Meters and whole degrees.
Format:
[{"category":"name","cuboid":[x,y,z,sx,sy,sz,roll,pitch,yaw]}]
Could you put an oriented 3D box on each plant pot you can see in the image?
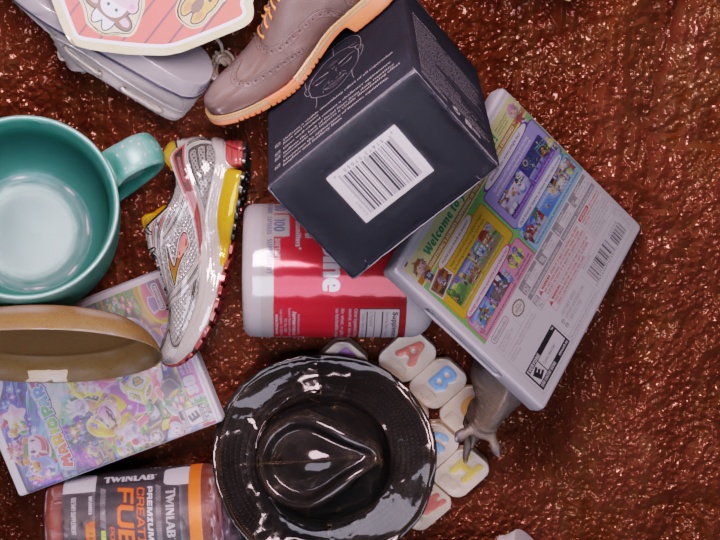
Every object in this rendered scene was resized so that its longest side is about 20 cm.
[{"category":"plant pot","cuboid":[-0.263,0.060,1.610,0.198,0.200,0.028,0,75,-2]}]

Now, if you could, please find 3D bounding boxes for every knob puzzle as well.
[{"category":"knob puzzle","cuboid":[-0.161,-0.252,1.493,0.217,0.030,0.222,-1,104,-5]}]

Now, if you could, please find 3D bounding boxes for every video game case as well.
[{"category":"video game case","cuboid":[-0.236,0.099,1.712,0.198,0.018,0.144,-21,97,8]},{"category":"video game case","cuboid":[0.129,-0.018,1.613,0.182,0.201,0.022,42,152,-20]}]

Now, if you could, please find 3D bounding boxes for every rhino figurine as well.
[{"category":"rhino figurine","cuboid":[0.125,0.085,1.700,0.059,0.088,0.201,18,113,-12]}]

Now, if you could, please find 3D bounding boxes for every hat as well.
[{"category":"hat","cuboid":[-0.031,0.160,1.683,0.198,0.081,0.203,0,82,-1]}]

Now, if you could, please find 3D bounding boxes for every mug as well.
[{"category":"mug","cuboid":[-0.257,-0.039,1.597,0.183,0.114,0.154,5,78,-6]}]

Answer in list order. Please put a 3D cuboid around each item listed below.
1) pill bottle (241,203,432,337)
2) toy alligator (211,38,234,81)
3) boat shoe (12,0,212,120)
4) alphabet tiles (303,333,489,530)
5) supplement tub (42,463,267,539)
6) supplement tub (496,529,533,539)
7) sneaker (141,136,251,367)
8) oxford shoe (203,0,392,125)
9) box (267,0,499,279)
[{"category":"pill bottle","cuboid":[0.000,0.000,1.642,0.198,0.113,0.113,0,117,-2]},{"category":"toy alligator","cuboid":[-0.132,-0.232,1.553,0.059,0.054,0.202,-12,116,5]},{"category":"boat shoe","cuboid":[-0.215,-0.190,1.568,0.199,0.072,0.066,28,132,-12]},{"category":"alphabet tiles","cuboid":[0.019,0.150,1.772,0.195,0.015,0.200,-42,110,17]},{"category":"supplement tub","cuboid":[-0.181,0.230,1.755,0.198,0.107,0.108,-6,117,0]},{"category":"supplement tub","cuboid":[0.091,0.340,1.796,0.199,0.145,0.145,-32,113,13]},{"category":"sneaker","cuboid":[-0.147,-0.017,1.649,0.081,0.078,0.202,11,99,1]},{"category":"oxford shoe","cuboid":[-0.060,-0.199,1.558,0.200,0.071,0.073,-42,128,7]},{"category":"box","cuboid":[0.013,-0.114,1.536,0.148,0.201,0.107,-37,113,16]}]
